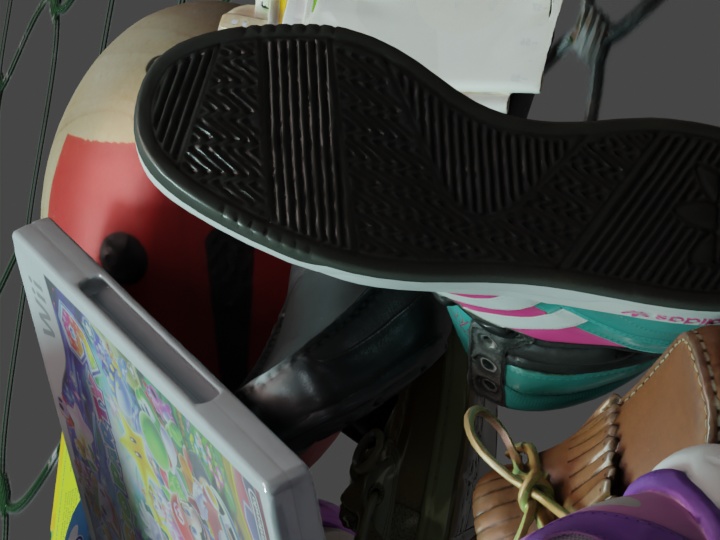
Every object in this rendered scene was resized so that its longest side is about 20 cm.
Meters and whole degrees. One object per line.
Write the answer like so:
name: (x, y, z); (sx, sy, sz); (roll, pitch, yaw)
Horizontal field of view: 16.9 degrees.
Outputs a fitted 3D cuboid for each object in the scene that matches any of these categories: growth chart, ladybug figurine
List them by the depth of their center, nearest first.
growth chart: (0.021, -0.117, 0.840); (0.018, 0.144, 0.201); (49, -123, -58)
ladybug figurine: (-0.052, 0.001, 0.911); (0.072, 0.135, 0.202); (-126, 30, -73)

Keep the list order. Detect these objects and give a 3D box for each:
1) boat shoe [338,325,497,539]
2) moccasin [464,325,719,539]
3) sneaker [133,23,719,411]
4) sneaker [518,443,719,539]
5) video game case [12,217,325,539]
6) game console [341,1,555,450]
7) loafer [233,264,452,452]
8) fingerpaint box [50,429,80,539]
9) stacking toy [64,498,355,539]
boat shoe: (0.006, 0.113, 0.856); (0.073, 0.063, 0.202); (37, -117, -74)
moccasin: (0.062, 0.083, 0.737); (0.202, 0.077, 0.074); (128, 147, -52)
sneaker: (0.027, -0.013, 0.738); (0.121, 0.198, 0.084); (112, 171, -70)
sneaker: (0.080, 0.145, 0.609); (0.080, 0.088, 0.202); (-39, 60, 53)
video game case: (-0.059, 0.082, 0.818); (0.200, 0.018, 0.144); (39, 146, 52)
game console: (0.018, -0.051, 1.015); (0.175, 0.116, 0.201); (32, 114, 37)
loafer: (0.000, 0.000, 0.831); (0.068, 0.071, 0.201); (-30, 10, 30)
fingerpaint box: (-0.097, 0.141, 1.148); (0.167, 0.073, 0.202); (150, 127, -66)
stacking toy: (-0.030, 0.130, 0.967); (0.199, 0.109, 0.117); (-16, 61, 52)
